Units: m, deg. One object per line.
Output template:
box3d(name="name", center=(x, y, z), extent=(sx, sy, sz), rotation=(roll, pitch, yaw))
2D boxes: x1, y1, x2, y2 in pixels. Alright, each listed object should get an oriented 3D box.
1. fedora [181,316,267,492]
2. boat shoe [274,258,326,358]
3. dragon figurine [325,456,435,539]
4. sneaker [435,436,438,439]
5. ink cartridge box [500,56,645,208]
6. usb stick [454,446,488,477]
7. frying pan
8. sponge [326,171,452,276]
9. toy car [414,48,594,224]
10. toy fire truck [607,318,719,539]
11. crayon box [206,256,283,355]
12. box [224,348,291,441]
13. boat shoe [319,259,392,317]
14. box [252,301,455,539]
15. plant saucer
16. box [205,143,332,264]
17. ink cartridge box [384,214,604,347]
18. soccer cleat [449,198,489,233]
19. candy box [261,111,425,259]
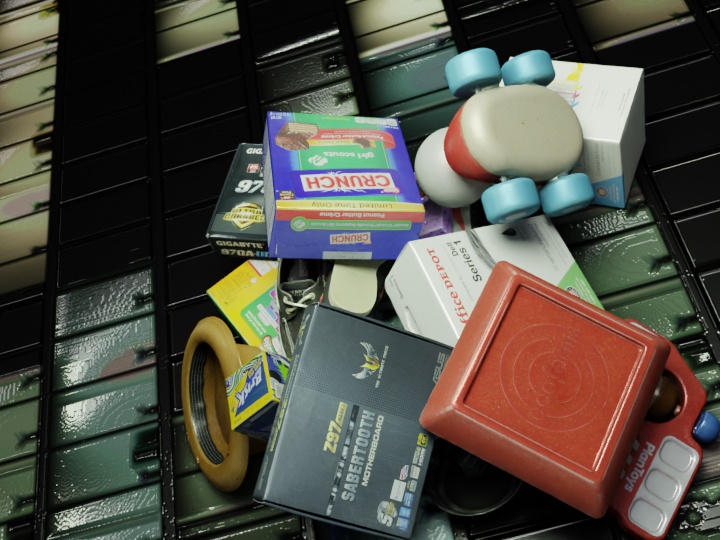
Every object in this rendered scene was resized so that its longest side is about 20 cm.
box3d(name="fedora", center=(-0.144, 0.152, 1.157), extent=(0.081, 0.202, 0.201), rotation=(-4, 44, -32))
box3d(name="boat shoe", center=(-0.070, 0.033, 1.163), extent=(0.070, 0.064, 0.202), rotation=(-10, 71, 10))
box3d(name="dragon figurine", center=(0.020, 0.209, 1.056), extent=(0.099, 0.201, 0.059), rotation=(-4, 39, -36))
box3d(name="sneaker", center=(0.097, 0.112, 1.147), extent=(0.079, 0.074, 0.201), rotation=(-3, 42, -8))
box3d(name="ink cartridge box", center=(0.250, -0.178, 1.269), extent=(0.198, 0.129, 0.126), rotation=(10, 58, 24))
box3d(name="usb stick", center=(0.169, 0.131, 1.047), extent=(0.033, 0.055, 0.200), rotation=(38, 93, -7))
box3d(name="frying pan", center=(0.099, 0.208, 1.100), extent=(0.189, 0.031, 0.115), rotation=(21, 58, 42))
box3d(name="sponge", center=(0.024, -0.062, 1.284), extent=(0.199, 0.030, 0.112), rotation=(-18, 48, 26))
box3d(name="toy car", center=(0.140, -0.132, 1.166), extent=(0.176, 0.200, 0.186), rotation=(-9, 79, -37))
box3d(name="toy fire truck", center=(0.283, 0.161, 1.044), extent=(0.167, 0.112, 0.201), rotation=(33, 69, 7))
box3d(name="crayon box", center=(-0.092, 0.064, 1.246), extent=(0.118, 0.058, 0.200), rotation=(-37, 53, -10))
box3d(name="box", center=(-0.048, 0.154, 1.075), extent=(0.070, 0.199, 0.065), rotation=(-38, 46, 27))
box3d(name="boat shoe", center=(-0.003, -0.001, 1.161), extent=(0.073, 0.063, 0.202), rotation=(21, 43, -2))
box3d(name="box", center=(-0.004, 0.150, 0.982), extent=(0.157, 0.051, 0.202), rotation=(19, 76, -15))
box3d(name="plant saucer", center=(0.188, 0.107, 0.977), extent=(0.199, 0.037, 0.201), rotation=(26, 69, 8))
box3d(name="box", center=(-0.083, -0.088, 1.287), extent=(0.198, 0.046, 0.160), rotation=(5, 57, 17))
box3d(name="ink cartridge box", center=(0.148, 0.031, 1.113), extent=(0.199, 0.085, 0.147), rotation=(-12, 61, -29))
box3d(name="soccer cleat", center=(0.118, -0.004, 1.234), extent=(0.073, 0.068, 0.201), rotation=(-16, 51, 31))
box3d(name="candy box", center=(-0.027, -0.101, 1.160), extent=(0.167, 0.077, 0.201), rotation=(1, 40, -11))
